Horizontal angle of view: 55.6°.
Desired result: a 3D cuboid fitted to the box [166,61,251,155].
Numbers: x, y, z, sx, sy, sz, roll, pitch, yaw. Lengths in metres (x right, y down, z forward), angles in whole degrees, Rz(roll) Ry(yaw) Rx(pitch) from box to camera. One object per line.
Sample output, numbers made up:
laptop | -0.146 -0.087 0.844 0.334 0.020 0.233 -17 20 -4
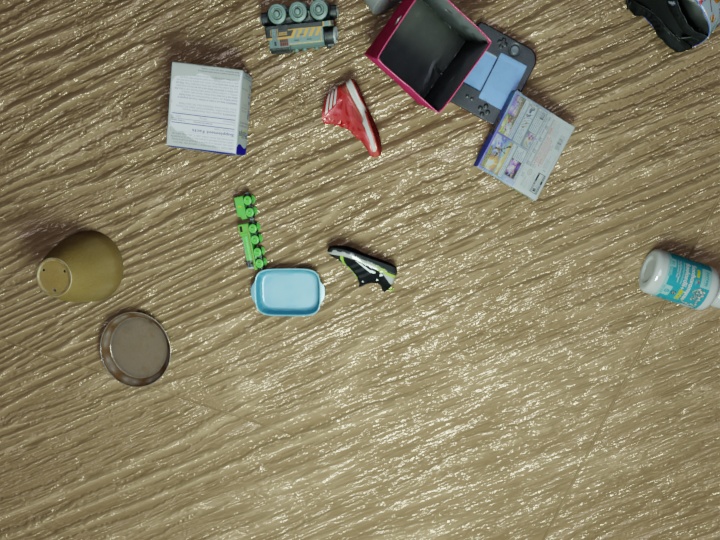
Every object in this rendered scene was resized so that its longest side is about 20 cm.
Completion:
box | -0.375 -0.399 1.701 0.178 0.105 0.207 7 97 2

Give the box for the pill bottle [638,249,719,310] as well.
pill bottle | 0.800 0.028 1.681 0.195 0.111 0.114 17 99 1

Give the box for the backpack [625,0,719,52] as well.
backpack | 0.744 -0.615 1.572 0.152 0.200 0.193 -35 98 -6

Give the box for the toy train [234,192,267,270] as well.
toy train | -0.287 -0.098 1.771 0.055 0.042 0.206 -8 97 14

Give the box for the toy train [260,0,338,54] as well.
toy train | -0.147 -0.598 1.677 0.193 0.086 0.117 -5 109 2

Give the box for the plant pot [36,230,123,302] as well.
plant pot | -0.729 0.003 1.731 0.180 0.200 0.193 1 99 4

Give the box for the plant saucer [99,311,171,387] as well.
plant saucer | -0.599 0.210 1.834 0.194 0.035 0.207 1 98 4

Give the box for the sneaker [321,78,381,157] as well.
sneaker | -0.026 -0.362 1.710 0.113 0.078 0.205 -22 84 15

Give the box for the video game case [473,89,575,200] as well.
video game case | 0.401 -0.306 1.679 0.178 0.045 0.204 26 98 -13

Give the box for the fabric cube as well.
fabric cube | 0.148 -0.514 1.581 0.198 0.200 0.198 35 101 -18

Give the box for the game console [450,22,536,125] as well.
game console | 0.320 -0.480 1.684 0.174 0.031 0.204 28 98 -1

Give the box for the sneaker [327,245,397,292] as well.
sneaker | 0.000 0.000 1.748 0.195 0.072 0.085 21 100 1

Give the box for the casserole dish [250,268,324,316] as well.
casserole dish | -0.187 0.055 1.784 0.193 0.039 0.125 0 98 4

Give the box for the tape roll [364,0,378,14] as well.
tape roll | 0.090 -0.688 1.585 0.198 0.200 0.067 -36 95 7
